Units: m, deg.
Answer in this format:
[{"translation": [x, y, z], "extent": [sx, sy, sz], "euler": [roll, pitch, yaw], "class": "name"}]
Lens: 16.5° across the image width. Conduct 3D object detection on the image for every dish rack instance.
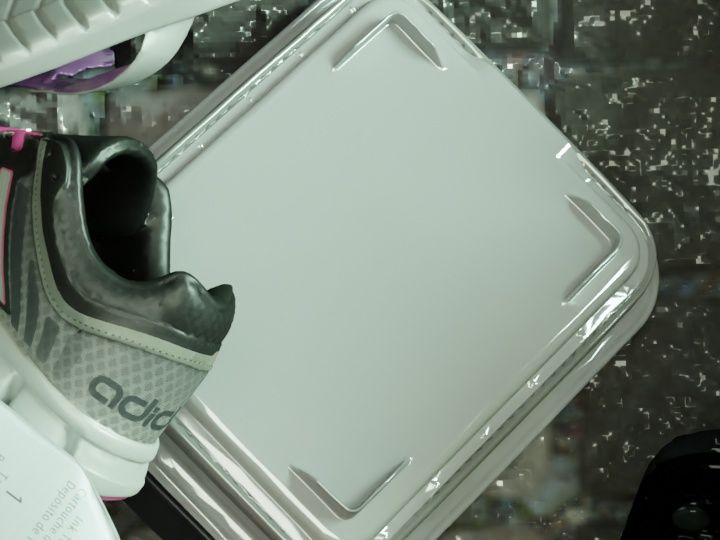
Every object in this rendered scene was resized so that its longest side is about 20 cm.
[{"translation": [0.000, 0.000, 0.867], "extent": [0.172, 0.044, 0.200], "euler": [45, 68, 4], "class": "dish rack"}]

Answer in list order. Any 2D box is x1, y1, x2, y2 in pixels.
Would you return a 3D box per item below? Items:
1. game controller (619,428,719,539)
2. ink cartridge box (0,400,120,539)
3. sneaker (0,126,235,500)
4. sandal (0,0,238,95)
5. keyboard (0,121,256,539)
[{"translation": [0.190, 0.102, 0.861], "extent": [0.199, 0.105, 0.042], "euler": [9, 44, 0], "class": "game controller"}, {"translation": [-0.100, 0.103, 0.785], "extent": [0.200, 0.161, 0.050], "euler": [37, 68, -10], "class": "ink cartridge box"}, {"translation": [-0.109, -0.023, 0.804], "extent": [0.087, 0.074, 0.200], "euler": [-45, 64, 10], "class": "sneaker"}, {"translation": [-0.092, -0.091, 0.892], "extent": [0.202, 0.083, 0.050], "euler": [-16, 128, 4], "class": "sandal"}, {"translation": [-0.103, 0.037, 0.864], "extent": [0.200, 0.021, 0.127], "euler": [44, 48, 3], "class": "keyboard"}]
